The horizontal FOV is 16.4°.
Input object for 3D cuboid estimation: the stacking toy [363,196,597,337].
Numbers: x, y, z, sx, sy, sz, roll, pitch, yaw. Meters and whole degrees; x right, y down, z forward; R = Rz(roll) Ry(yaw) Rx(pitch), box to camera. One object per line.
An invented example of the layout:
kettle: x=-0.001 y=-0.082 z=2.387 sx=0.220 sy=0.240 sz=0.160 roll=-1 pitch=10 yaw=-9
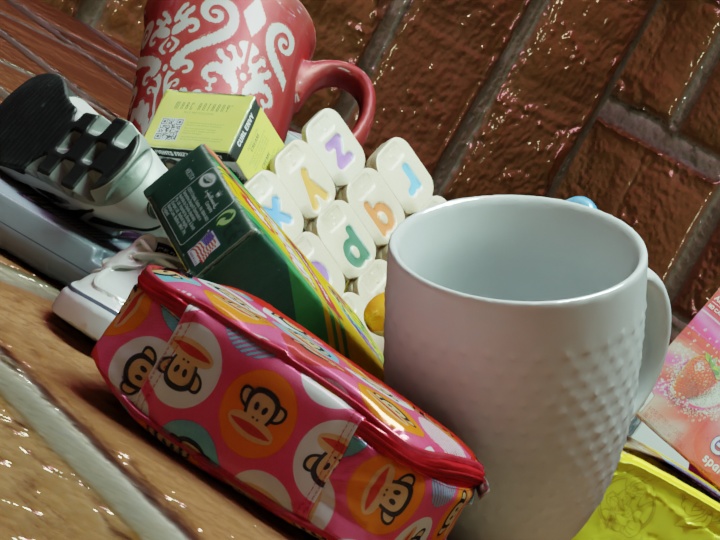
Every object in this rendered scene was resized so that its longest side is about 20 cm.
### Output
stacking toy: x=0.075 y=0.023 z=1.619 sx=0.199 sy=0.116 sz=0.111 roll=-7 pitch=76 yaw=-48

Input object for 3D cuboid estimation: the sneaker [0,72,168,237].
sneaker: x=-0.177 y=-0.064 z=1.619 sx=0.089 sy=0.074 sz=0.200 roll=47 pitch=-8 yaw=-37

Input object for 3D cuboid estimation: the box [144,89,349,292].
box: x=-0.070 y=-0.041 z=1.690 sx=0.075 sy=0.050 sz=0.200 roll=7 pitch=-31 yaw=29

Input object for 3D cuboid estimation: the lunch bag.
lunch bag: x=-0.032 y=0.080 z=1.331 sx=0.199 sy=0.082 sz=0.176 roll=33 pitch=3 yaw=20

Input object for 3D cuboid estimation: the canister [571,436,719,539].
canister: x=0.184 y=0.166 z=1.601 sx=0.148 sy=0.087 sz=0.200 roll=30 pitch=4 yaw=-3

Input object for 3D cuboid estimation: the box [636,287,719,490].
box: x=0.275 y=0.115 z=1.555 sx=0.200 sy=0.103 sz=0.095 roll=43 pitch=3 yaw=33

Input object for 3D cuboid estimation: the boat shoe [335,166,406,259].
boat shoe: x=0.015 y=0.018 z=1.795 sx=0.201 sy=0.072 sz=0.076 roll=63 pitch=30 yaw=0

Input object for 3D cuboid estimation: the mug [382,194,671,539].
mug: x=0.105 y=0.059 z=1.441 sx=0.199 sy=0.177 sz=0.147 roll=-19 pitch=32 yaw=-37

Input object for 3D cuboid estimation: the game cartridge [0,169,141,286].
game cartridge: x=-0.192 y=-0.024 z=1.643 sx=0.133 sy=0.041 sz=0.200 roll=34 pitch=6 yaw=10

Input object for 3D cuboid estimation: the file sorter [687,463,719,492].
file sorter: x=0.325 y=0.180 z=1.704 sx=0.125 sy=0.140 sz=0.200 roll=-2 pitch=21 yaw=-27

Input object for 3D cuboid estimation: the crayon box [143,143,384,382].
crayon box: x=-0.039 y=0.028 z=1.499 sx=0.200 sy=0.051 sz=0.127 roll=50 pitch=3 yaw=-32

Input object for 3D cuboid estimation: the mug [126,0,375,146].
mug: x=-0.094 y=-0.107 z=1.821 sx=0.176 sy=0.201 sz=0.134 roll=-8 pitch=-41 yaw=24

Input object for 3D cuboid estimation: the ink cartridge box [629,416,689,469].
ink cartridge box: x=0.192 y=0.107 z=1.862 sx=0.200 sy=0.084 sz=0.146 roll=49 pitch=3 yaw=-10

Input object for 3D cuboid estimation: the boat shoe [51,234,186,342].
boat shoe: x=-0.125 y=0.012 z=1.492 sx=0.072 sy=0.066 sz=0.200 roll=30 pitch=5 yaw=11

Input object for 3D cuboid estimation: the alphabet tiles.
alphabet tiles: x=0.000 y=0.000 z=1.658 sx=0.015 sy=0.200 sz=0.196 roll=-22 pitch=-71 yaw=45

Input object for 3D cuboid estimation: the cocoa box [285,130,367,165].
cocoa box: x=0.009 y=0.001 z=1.933 sx=0.199 sy=0.132 sz=0.133 roll=31 pitch=6 yaw=16
